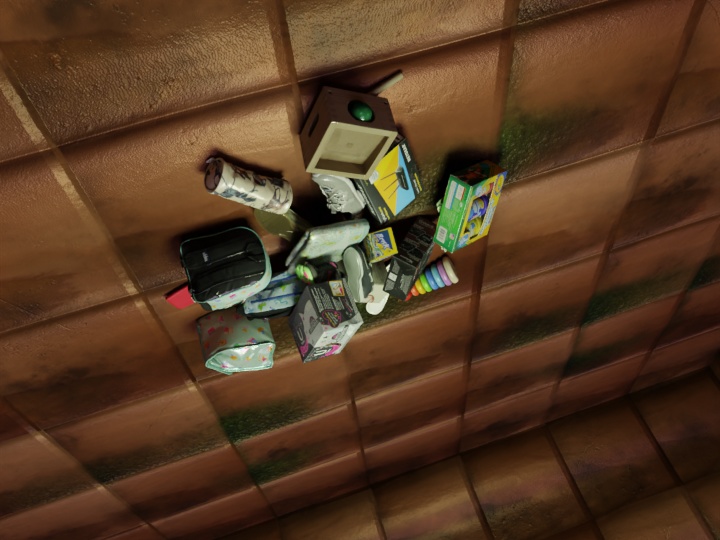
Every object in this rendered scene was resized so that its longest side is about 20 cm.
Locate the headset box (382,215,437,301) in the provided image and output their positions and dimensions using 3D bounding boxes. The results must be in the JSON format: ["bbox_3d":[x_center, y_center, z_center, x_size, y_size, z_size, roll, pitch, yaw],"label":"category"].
[{"bbox_3d":[0.145,-0.039,1.789,0.077,0.201,0.150,27,140,10],"label":"headset box"}]

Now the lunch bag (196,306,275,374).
[{"bbox_3d":[-0.353,0.193,1.819,0.197,0.171,0.123,-7,135,-19],"label":"lunch bag"}]

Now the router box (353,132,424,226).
[{"bbox_3d":[0.068,-0.221,1.574,0.149,0.051,0.200,-42,145,-6],"label":"router box"}]

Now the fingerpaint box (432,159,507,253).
[{"bbox_3d":[0.286,-0.167,1.692,0.166,0.073,0.202,-25,139,-41],"label":"fingerpaint box"}]

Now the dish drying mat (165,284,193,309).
[{"bbox_3d":[-0.416,0.041,1.724,0.198,0.018,0.077,-29,144,7],"label":"dish drying mat"}]

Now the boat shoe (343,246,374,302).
[{"bbox_3d":[0.000,0.000,1.703,0.060,0.076,0.201,-34,150,-23],"label":"boat shoe"}]

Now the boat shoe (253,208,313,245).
[{"bbox_3d":[-0.186,-0.125,1.608,0.073,0.064,0.200,-34,137,29],"label":"boat shoe"}]

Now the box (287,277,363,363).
[{"bbox_3d":[-0.093,0.129,1.631,0.113,0.133,0.200,-12,157,-27],"label":"box"}]

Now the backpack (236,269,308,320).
[{"bbox_3d":[-0.209,0.065,1.739,0.198,0.156,0.162,4,179,38],"label":"backpack"}]

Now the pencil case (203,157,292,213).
[{"bbox_3d":[-0.252,-0.191,1.456,0.198,0.090,0.078,15,136,-38],"label":"pencil case"}]

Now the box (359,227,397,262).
[{"bbox_3d":[0.044,-0.062,1.704,0.063,0.071,0.200,-16,179,-8],"label":"box"}]

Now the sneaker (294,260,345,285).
[{"bbox_3d":[-0.100,0.006,1.648,0.084,0.076,0.200,-56,155,2],"label":"sneaker"}]

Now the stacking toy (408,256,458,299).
[{"bbox_3d":[0.196,0.036,1.990,0.198,0.086,0.085,-26,144,13],"label":"stacking toy"}]

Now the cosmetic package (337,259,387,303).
[{"bbox_3d":[-0.022,0.025,1.838,0.198,0.104,0.088,6,138,-31],"label":"cosmetic package"}]

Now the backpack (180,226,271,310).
[{"bbox_3d":[-0.317,-0.006,1.584,0.198,0.178,0.153,-21,161,1],"label":"backpack"}]

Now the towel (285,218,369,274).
[{"bbox_3d":[-0.086,-0.060,1.631,0.170,0.049,0.200,-16,162,-33],"label":"towel"}]

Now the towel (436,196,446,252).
[{"bbox_3d":[0.263,-0.160,1.766,0.153,0.023,0.201,-45,148,-20],"label":"towel"}]

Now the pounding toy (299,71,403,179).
[{"bbox_3d":[-0.012,-0.320,1.397,0.182,0.144,0.200,3,146,-27],"label":"pounding toy"}]

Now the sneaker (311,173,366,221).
[{"bbox_3d":[-0.053,-0.178,1.558,0.199,0.074,0.083,33,78,-49],"label":"sneaker"}]

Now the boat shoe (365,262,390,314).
[{"bbox_3d":[0.076,0.037,1.947,0.072,0.062,0.201,27,110,-13],"label":"boat shoe"}]
